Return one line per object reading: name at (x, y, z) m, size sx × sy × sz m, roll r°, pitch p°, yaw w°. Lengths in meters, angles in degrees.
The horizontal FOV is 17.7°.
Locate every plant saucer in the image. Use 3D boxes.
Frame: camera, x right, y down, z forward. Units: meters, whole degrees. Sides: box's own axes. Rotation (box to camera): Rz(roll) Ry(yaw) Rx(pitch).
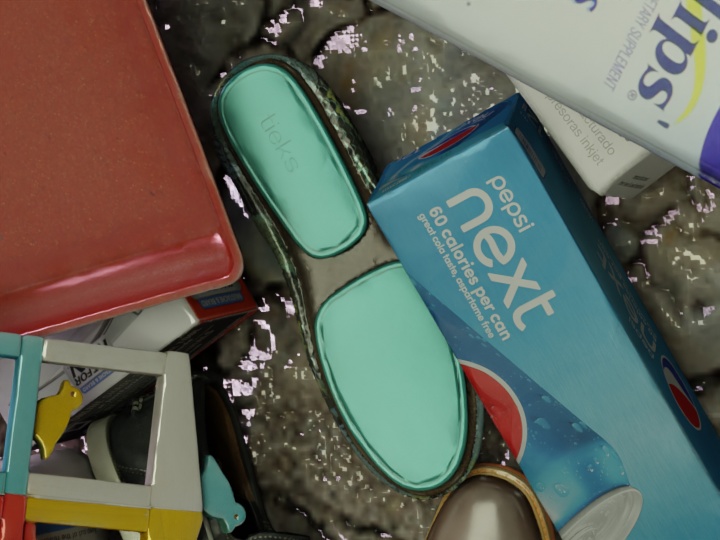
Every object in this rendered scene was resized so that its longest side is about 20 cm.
plant saucer at (-0.156, -0.071, 0.955) m, size 0.199 × 0.037 × 0.201 m, roll -15°, pitch 101°, yaw 26°

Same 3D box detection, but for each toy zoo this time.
toy zoo at (-0.144, 0.091, 0.939) m, size 0.199 × 0.020 × 0.132 m, roll 8°, pitch 81°, yaw -15°

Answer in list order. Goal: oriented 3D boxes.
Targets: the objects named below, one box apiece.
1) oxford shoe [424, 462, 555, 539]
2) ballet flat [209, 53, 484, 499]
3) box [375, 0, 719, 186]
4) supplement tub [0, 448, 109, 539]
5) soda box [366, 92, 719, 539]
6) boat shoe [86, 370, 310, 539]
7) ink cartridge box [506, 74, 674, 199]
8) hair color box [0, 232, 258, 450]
oxford shoe at (0.040, 0.182, 0.970) m, size 0.071 × 0.073 × 0.202 m, roll 10°, pitch 93°, yaw 17°
ballet flat at (0.000, 0.000, 0.986) m, size 0.074 × 0.074 × 0.201 m, roll -23°, pitch 87°, yaw 16°
box at (0.091, -0.107, 0.799) m, size 0.199 × 0.184 × 0.105 m, roll 29°, pitch 98°, yaw 15°
supplement tub at (-0.163, 0.185, 1.003) m, size 0.131 × 0.132 × 0.202 m, roll -10°, pitch 86°, yaw 17°
soda box at (0.083, 0.035, 0.931) m, size 0.068 × 0.064 × 0.201 m, roll -28°, pitch 100°, yaw 16°
boat shoe at (-0.048, 0.141, 0.999) m, size 0.067 × 0.072 × 0.201 m, roll -28°, pitch 82°, yaw 9°
ink cartridge box at (0.138, -0.146, 0.932) m, size 0.200 × 0.084 × 0.146 m, roll -39°, pitch 80°, yaw 14°
hair color box at (-0.146, -0.035, 1.026) m, size 0.111 × 0.064 × 0.201 m, roll -35°, pitch 79°, yaw 24°
